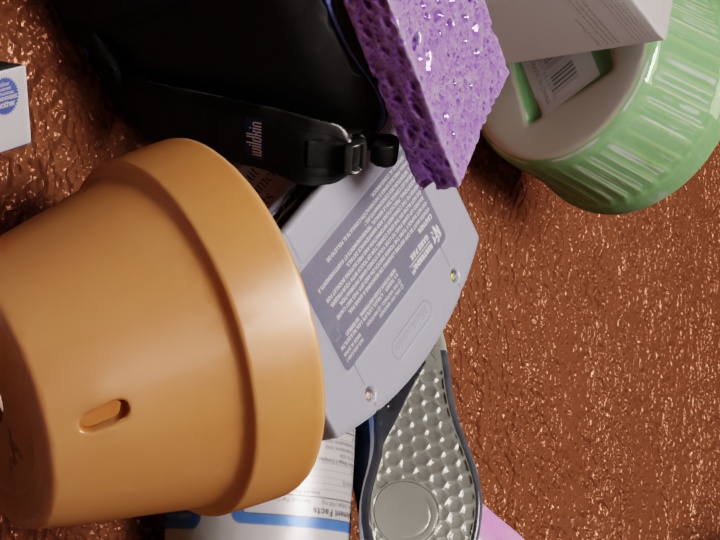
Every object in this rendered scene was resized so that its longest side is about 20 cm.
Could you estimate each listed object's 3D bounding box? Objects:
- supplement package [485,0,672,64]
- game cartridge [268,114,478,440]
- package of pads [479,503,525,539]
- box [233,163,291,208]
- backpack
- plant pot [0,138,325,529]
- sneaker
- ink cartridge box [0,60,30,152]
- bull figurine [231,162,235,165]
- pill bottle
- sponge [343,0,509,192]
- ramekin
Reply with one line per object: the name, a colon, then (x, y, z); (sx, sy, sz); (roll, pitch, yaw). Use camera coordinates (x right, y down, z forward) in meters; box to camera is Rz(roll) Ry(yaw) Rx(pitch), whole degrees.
supplement package: (0.110, -0.229, 1.259); (0.120, 0.199, 0.122); (38, 56, -45)
game cartridge: (0.000, 0.000, 1.036); (0.133, 0.041, 0.200); (60, 42, -21)
package of pads: (0.093, 0.245, 1.169); (0.200, 0.120, 0.076); (43, 45, -18)
box: (-0.032, -0.085, 1.092); (0.041, 0.039, 0.200); (44, 74, -10)
backpack: (-0.074, -0.161, 1.013); (0.154, 0.190, 0.201); (-60, 137, -46)
plant pot: (-0.130, 0.044, 0.920); (0.140, 0.200, 0.201); (-18, 101, -32)
sneaker: (0.022, 0.136, 1.126); (0.077, 0.146, 0.203); (3, 62, -11)
ink cartridge box: (-0.256, -0.062, 0.825); (0.200, 0.094, 0.044); (-28, 122, -52)
bull figurine: (-0.034, -0.105, 1.147); (0.121, 0.065, 0.201); (9, 85, -17)
pill bottle: (-0.060, 0.126, 1.061); (0.112, 0.112, 0.201); (17, 73, -51)
sponge: (0.028, -0.156, 0.971); (0.201, 0.030, 0.112); (67, 34, -32)
ramekin: (0.178, -0.151, 1.352); (0.097, 0.199, 0.201); (18, 71, -43)
